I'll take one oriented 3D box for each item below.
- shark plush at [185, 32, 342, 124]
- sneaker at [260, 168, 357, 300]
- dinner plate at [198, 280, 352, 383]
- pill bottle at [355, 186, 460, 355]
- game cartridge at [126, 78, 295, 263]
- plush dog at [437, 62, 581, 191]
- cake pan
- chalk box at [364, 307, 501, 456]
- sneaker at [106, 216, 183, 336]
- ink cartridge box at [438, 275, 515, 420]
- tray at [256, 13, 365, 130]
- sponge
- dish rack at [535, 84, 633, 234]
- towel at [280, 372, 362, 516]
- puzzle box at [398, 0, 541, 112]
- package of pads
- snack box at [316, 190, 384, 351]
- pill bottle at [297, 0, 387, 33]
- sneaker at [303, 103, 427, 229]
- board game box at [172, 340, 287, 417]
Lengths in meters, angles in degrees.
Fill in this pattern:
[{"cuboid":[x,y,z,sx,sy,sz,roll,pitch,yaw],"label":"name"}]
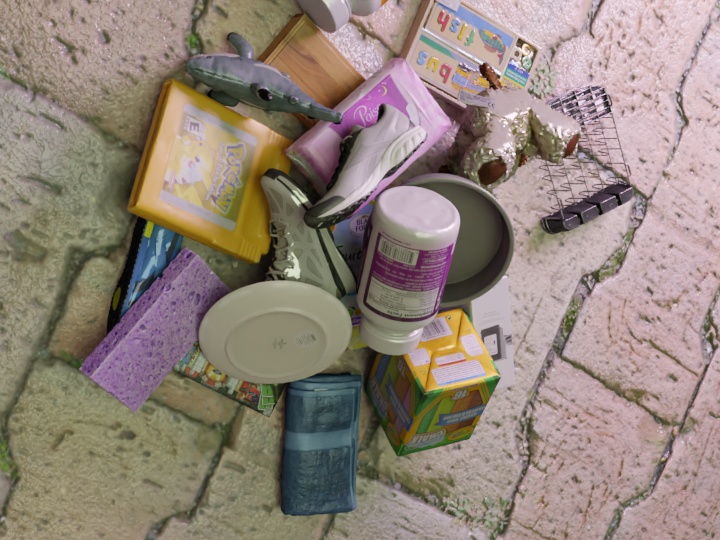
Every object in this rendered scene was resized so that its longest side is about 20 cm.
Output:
[{"cuboid":[-0.122,-0.216,1.530,0.199,0.083,0.091,34,102,-1],"label":"shark plush"},{"cuboid":[-0.093,-0.022,1.550,0.115,0.075,0.201,-38,113,-18],"label":"sneaker"},{"cuboid":[-0.108,0.089,1.569,0.198,0.024,0.201,-6,137,-5],"label":"dinner plate"},{"cuboid":[0.054,0.004,1.551,0.111,0.113,0.201,-7,129,-25],"label":"pill bottle"},{"cuboid":[-0.183,-0.122,1.548,0.199,0.032,0.178,23,72,-33],"label":"game cartridge"},{"cuboid":[0.176,-0.174,1.684,0.199,0.172,0.161,-22,70,-30],"label":"plush dog"},{"cuboid":[0.103,-0.043,1.606,0.198,0.037,0.202,2,124,2],"label":"cake pan"},{"cuboid":[0.091,0.169,1.696,0.123,0.124,0.201,-12,143,-24],"label":"chalk box"},{"cuboid":[-0.263,0.011,1.547,0.078,0.066,0.202,19,90,-26],"label":"sneaker"},{"cuboid":[0.160,0.101,1.745,0.066,0.116,0.202,-12,104,-25],"label":"ink cartridge box"},{"cuboid":[-0.044,-0.234,1.630,0.200,0.037,0.099,44,79,-25],"label":"tray"},{"cuboid":[-0.252,0.076,1.535,0.200,0.030,0.112,-50,144,-11],"label":"sponge"},{"cuboid":[0.323,-0.168,1.815,0.152,0.054,0.202,-25,107,-22],"label":"dish rack"},{"cuboid":[-0.055,0.242,1.701,0.111,0.048,0.202,0,99,-25],"label":"towel"},{"cuboid":[0.152,-0.296,1.722,0.199,0.025,0.134,23,89,-28],"label":"puzzle box"},{"cuboid":[0.010,-0.171,1.597,0.200,0.076,0.121,-43,104,-17],"label":"package of pads"},{"cuboid":[0.000,0.000,1.675,0.167,0.068,0.202,-11,102,-24],"label":"snack box"},{"cuboid":[0.011,-0.402,1.585,0.200,0.111,0.111,-43,114,-14],"label":"pill bottle"},{"cuboid":[-0.006,-0.127,1.517,0.079,0.074,0.200,45,67,-3],"label":"sneaker"},{"cuboid":[-0.180,0.109,1.631,0.199,0.023,0.106,29,84,-28],"label":"board game box"}]
